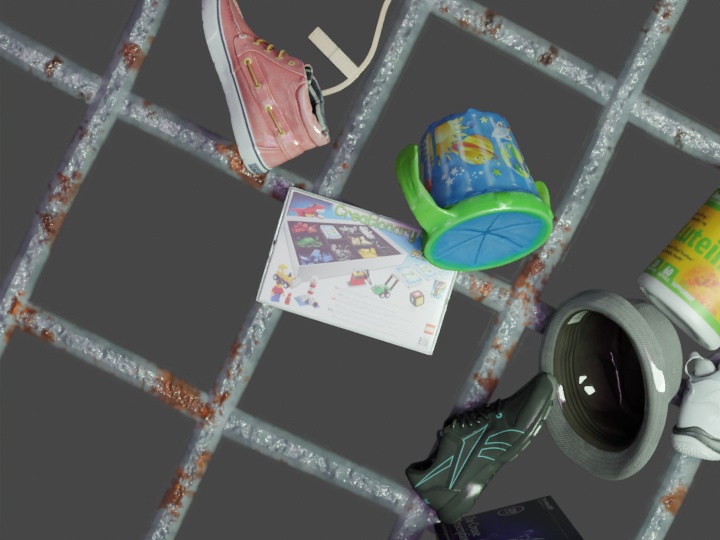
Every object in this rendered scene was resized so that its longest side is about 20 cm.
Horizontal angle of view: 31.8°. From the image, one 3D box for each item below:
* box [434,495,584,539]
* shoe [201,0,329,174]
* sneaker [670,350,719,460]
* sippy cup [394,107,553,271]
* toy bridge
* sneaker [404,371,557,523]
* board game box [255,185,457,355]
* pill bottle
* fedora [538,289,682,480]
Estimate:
[{"bbox_3d":[0.159,0.309,1.307,0.139,0.200,0.080,-11,96,-3],"label":"box"},{"bbox_3d":[-0.095,-0.204,1.282,0.090,0.071,0.203,-19,76,12],"label":"shoe"},{"bbox_3d":[0.438,0.145,1.369,0.197,0.075,0.117,2,98,0],"label":"sneaker"},{"bbox_3d":[0.117,-0.087,1.294,0.138,0.178,0.132,-16,65,10],"label":"sippy cup"},{"bbox_3d":[-0.028,-0.226,1.330,0.067,0.027,0.200,43,93,-6],"label":"toy bridge"},{"bbox_3d":[0.130,0.178,1.350,0.079,0.075,0.200,41,99,2],"label":"sneaker"},{"bbox_3d":[0.000,0.000,1.350,0.197,0.035,0.128,18,93,-5],"label":"board game box"},{"bbox_3d":[0.396,-0.026,1.332,0.111,0.111,0.200,41,92,-6],"label":"pill bottle"},{"bbox_3d":[0.275,0.109,1.335,0.089,0.176,0.203,-16,116,-33],"label":"fedora"}]
